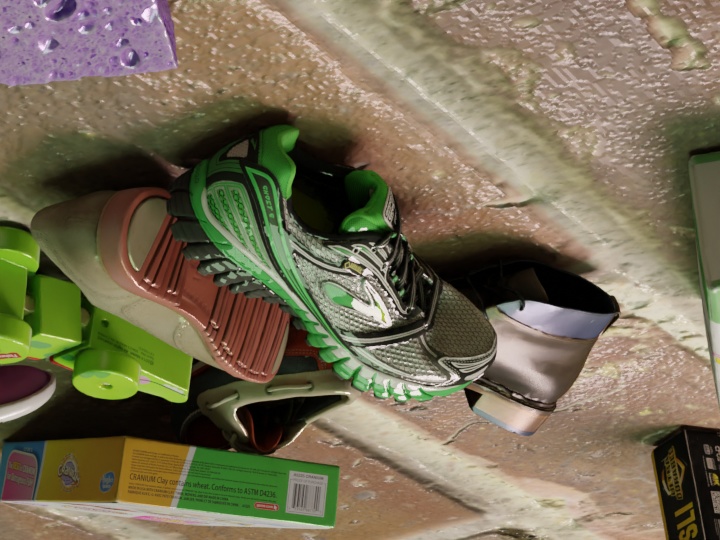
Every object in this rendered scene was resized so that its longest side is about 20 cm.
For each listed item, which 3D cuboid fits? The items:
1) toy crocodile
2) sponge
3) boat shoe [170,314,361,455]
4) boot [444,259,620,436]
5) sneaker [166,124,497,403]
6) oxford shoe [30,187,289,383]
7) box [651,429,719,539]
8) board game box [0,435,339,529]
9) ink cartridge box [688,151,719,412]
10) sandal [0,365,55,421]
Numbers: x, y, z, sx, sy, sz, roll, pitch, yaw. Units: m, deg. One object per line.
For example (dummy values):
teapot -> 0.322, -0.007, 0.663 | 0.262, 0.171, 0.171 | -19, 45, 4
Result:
toy crocodile -> -0.172, 0.028, 1.036 | 0.062, 0.068, 0.200 | -22, 147, 40
sponge -> -0.186, -0.113, 0.792 | 0.200, 0.030, 0.112 | -7, 153, 3
boat shoe -> -0.060, 0.081, 1.166 | 0.071, 0.063, 0.200 | 10, 151, -32
boot -> 0.056, 0.017, 1.083 | 0.200, 0.075, 0.097 | 26, 116, -32
sneaker -> 0.000, 0.000, 0.965 | 0.200, 0.078, 0.085 | 33, 132, -30
oxford shoe -> -0.102, 0.005, 1.022 | 0.074, 0.071, 0.200 | 5, 157, 28
box -> 0.301, 0.218, 1.352 | 0.160, 0.200, 0.049 | 9, 149, -27
board game box -> -0.129, 0.139, 1.223 | 0.153, 0.040, 0.200 | 12, 168, -31
ink cartridge box -> 0.263, 0.006, 1.049 | 0.145, 0.088, 0.200 | -9, 151, 9
sandal -> -0.282, 0.064, 1.101 | 0.202, 0.082, 0.050 | -3, 111, -1
